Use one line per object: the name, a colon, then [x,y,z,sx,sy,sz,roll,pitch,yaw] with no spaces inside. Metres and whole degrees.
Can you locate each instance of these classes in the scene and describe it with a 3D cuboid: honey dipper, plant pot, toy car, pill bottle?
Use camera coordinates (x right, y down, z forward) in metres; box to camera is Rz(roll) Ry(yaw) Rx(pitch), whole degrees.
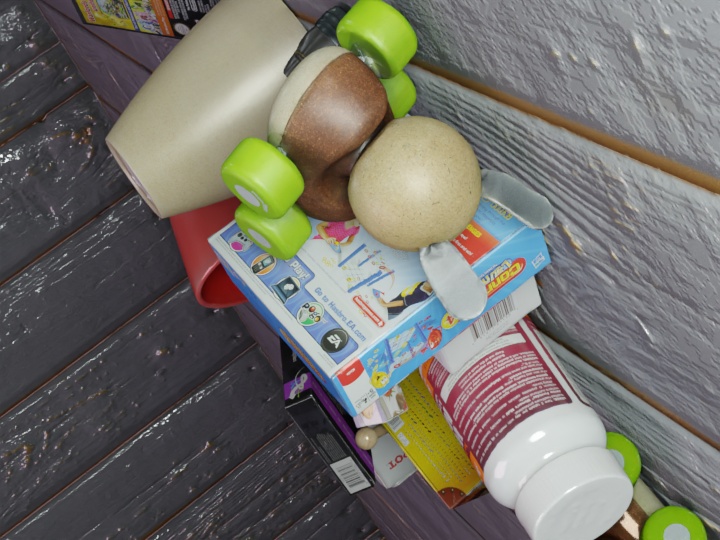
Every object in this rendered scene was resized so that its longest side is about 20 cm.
honey dipper: [0.035,0.162,1.375,0.038,0.038,0.200,52,-163,8]
plant pot: [-0.153,-0.081,1.628,0.178,0.199,0.201,61,172,18]
plant pot: [-0.137,-0.146,1.257,0.188,0.199,0.187,51,169,14]
toy car: [0.184,0.265,1.151,0.158,0.199,0.165,49,169,21]
toy car: [0.031,-0.059,0.934,0.199,0.165,0.158,35,165,13]
pill bottle: [0.135,0.126,1.088,0.201,0.109,0.110,59,176,41]

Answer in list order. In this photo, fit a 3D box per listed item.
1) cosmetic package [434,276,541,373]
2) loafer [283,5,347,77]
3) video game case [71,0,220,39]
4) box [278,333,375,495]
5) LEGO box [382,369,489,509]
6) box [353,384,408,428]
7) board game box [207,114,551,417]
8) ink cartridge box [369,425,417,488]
cosmetic package: [0.049,-0.019,1.110,0.200,0.101,0.071,47,169,37]
loafer: [-0.029,-0.147,1.123,0.073,0.072,0.200,48,169,21]
video game case: [-0.213,-0.293,1.304,0.179,0.026,0.200,10,161,6]
box: [-0.038,0.111,1.345,0.143,0.036,0.201,58,-165,-35]
LEGO box: [0.084,0.137,1.356,0.200,0.077,0.149,50,-160,18]
box: [-0.013,0.045,1.212,0.041,0.039,0.202,-17,94,45]
board game box: [0.011,-0.016,1.028,0.200,0.195,0.056,45,167,42]
ink cartridge box: [0.026,0.141,1.605,0.201,0.145,0.083,55,171,-7]
